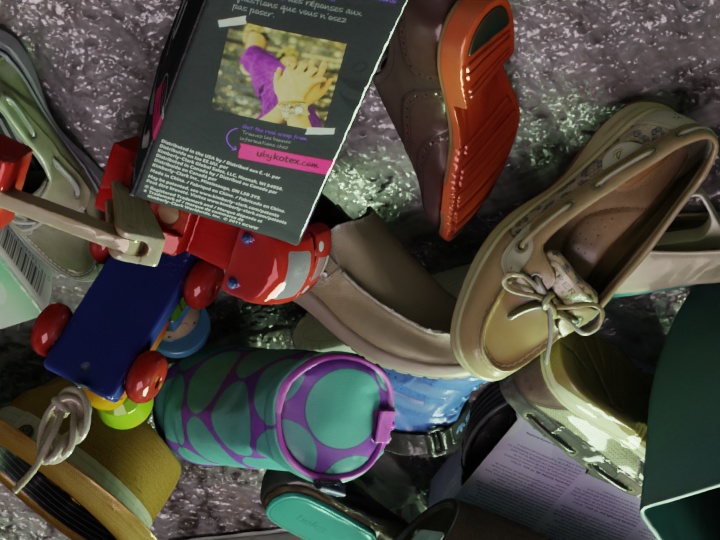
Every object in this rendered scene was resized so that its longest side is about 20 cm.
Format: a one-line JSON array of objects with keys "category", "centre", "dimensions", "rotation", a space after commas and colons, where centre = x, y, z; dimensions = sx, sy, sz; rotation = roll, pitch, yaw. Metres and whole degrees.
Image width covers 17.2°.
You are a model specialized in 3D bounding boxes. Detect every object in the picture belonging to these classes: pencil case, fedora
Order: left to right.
[{"category": "fedora", "centre": [-0.183, 0.124, 1.588], "dimensions": [0.200, 0.082, 0.201], "rotation": [35, 161, 14]}, {"category": "pencil case", "centre": [-0.056, 0.091, 1.510], "dimensions": [0.092, 0.085, 0.200], "rotation": [25, 169, -26]}]

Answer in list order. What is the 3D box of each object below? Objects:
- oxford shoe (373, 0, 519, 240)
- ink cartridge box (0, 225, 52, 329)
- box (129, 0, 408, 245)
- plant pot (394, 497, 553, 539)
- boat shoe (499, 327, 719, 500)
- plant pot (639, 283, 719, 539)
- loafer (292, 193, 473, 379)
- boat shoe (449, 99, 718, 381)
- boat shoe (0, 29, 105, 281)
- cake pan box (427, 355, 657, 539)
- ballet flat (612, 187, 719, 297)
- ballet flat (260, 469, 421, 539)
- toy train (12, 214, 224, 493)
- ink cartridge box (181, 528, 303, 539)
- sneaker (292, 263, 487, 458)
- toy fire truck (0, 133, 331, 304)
[{"category": "oxford shoe", "centre": [0.048, -0.100, 1.411], "dimensions": [0.072, 0.071, 0.200], "rotation": [27, 144, 22]}, {"category": "ink cartridge box", "centre": [-0.322, -0.012, 1.530], "dimensions": [0.200, 0.050, 0.161], "rotation": [-19, 128, 20]}, {"category": "box", "centre": [-0.048, -0.133, 1.335], "dimensions": [0.106, 0.122, 0.200], "rotation": [17, 132, -11]}, {"category": "plant pot", "centre": [0.104, 0.253, 1.598], "dimensions": [0.200, 0.187, 0.187], "rotation": [42, 125, -12]}, {"category": "boat shoe", "centre": [0.165, 0.103, 1.510], "dimensions": [0.066, 0.072, 0.201], "rotation": [-21, 137, 35]}, {"category": "plant pot", "centre": [0.263, 0.094, 1.465], "dimensions": [0.141, 0.200, 0.141], "rotation": [-20, 129, 23]}, {"category": "loafer", "centre": [0.000, 0.000, 1.452], "dimensions": [0.200, 0.076, 0.068], "rotation": [28, 115, 15]}, {"category": "boat shoe", "centre": [0.130, -0.016, 1.399], "dimensions": [0.073, 0.063, 0.200], "rotation": [39, 87, -29]}, {"category": "boat shoe", "centre": [-0.206, -0.057, 1.463], "dimensions": [0.072, 0.062, 0.200], "rotation": [-12, 132, 17]}, {"category": "cake pan box", "centre": [0.165, 0.140, 1.623], "dimensions": [0.200, 0.052, 0.184], "rotation": [21, 130, -14]}, {"category": "ballet flat", "centre": [0.228, -0.022, 1.457], "dimensions": [0.199, 0.070, 0.070], "rotation": [-6, 132, 12]}, {"category": "ballet flat", "centre": [0.011, 0.182, 1.664], "dimensions": [0.068, 0.069, 0.200], "rotation": [-29, 125, 29]}, {"category": "toy train", "centre": [-0.158, 0.069, 1.483], "dimensions": [0.084, 0.200, 0.116], "rotation": [25, 160, 14]}, {"category": "ink cartridge box", "centre": [-0.078, 0.290, 1.685], "dimensions": [0.146, 0.200, 0.086], "rotation": [-8, 134, 13]}, {"category": "sneaker", "centre": [0.065, 0.063, 1.538], "dimensions": [0.199, 0.077, 0.111], "rotation": [-12, 125, 22]}, {"category": "toy fire truck", "centre": [-0.130, -0.032, 1.392], "dimensions": [0.200, 0.141, 0.049], "rotation": [26, 111, 17]}]
